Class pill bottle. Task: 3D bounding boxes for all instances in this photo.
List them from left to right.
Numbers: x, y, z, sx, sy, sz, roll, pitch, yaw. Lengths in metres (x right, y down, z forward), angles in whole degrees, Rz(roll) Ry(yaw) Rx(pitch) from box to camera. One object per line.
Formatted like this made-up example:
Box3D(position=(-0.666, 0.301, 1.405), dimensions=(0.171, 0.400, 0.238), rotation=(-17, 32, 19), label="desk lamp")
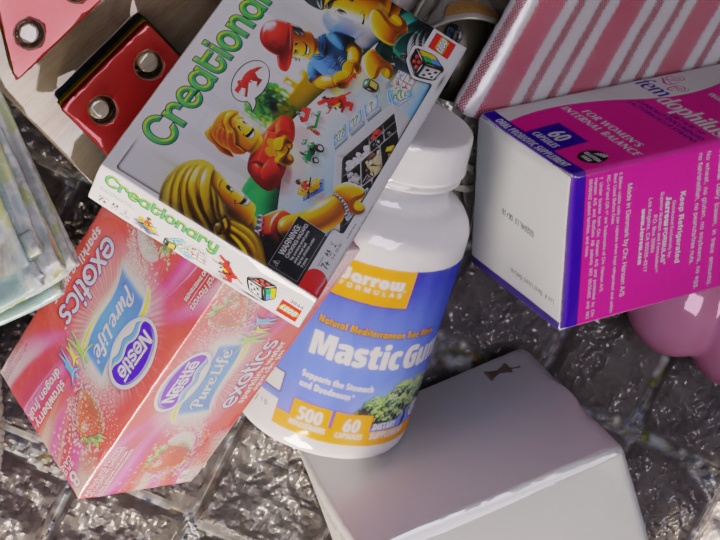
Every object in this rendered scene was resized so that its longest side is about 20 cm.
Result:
Box3D(position=(0.000, 0.000, 1.104), dimensions=(0.112, 0.112, 0.201), rotation=(9, 117, -16), label="pill bottle")

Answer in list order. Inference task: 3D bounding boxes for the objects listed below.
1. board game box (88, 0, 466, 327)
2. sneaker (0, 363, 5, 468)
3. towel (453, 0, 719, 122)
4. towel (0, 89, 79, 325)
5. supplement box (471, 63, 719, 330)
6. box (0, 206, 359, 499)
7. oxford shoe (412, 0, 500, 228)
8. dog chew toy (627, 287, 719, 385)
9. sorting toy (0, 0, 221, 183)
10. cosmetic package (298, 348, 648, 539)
Box3D(position=(-0.039, -0.080, 0.985), dimensions=(0.126, 0.035, 0.200), rotation=(31, 53, -2), label="board game box")
Box3D(position=(-0.263, 0.068, 1.106), dimensions=(0.099, 0.070, 0.201), rotation=(-1, 100, -7), label="sneaker")
Box3D(position=(0.157, -0.127, 1.150), dimensions=(0.200, 0.030, 0.147), rotation=(24, 99, -37), label="towel")
Box3D(position=(-0.271, -0.031, 1.038), dimensions=(0.199, 0.048, 0.172), rotation=(-25, 84, 11), label="towel")
Box3D(position=(0.178, -0.049, 1.118), dimensions=(0.199, 0.101, 0.104), rotation=(-13, 120, -26), label="supplement box")
Box3D(position=(-0.105, 0.025, 1.057), dimensions=(0.094, 0.103, 0.200), rotation=(-5, 140, -49), label="box")
Box3D(position=(0.046, -0.076, 1.149), dimensions=(0.075, 0.058, 0.201), rotation=(7, 104, -18), label="oxford shoe")
Box3D(position=(0.262, 0.028, 1.201), dimensions=(0.199, 0.125, 0.125), rotation=(10, 101, -9), label="dog chew toy")
Box3D(position=(-0.130, -0.165, 1.073), dimensions=(0.200, 0.070, 0.199), rotation=(-44, 110, 0), label="sorting toy")
Box3D(position=(0.082, 0.189, 1.161), dimensions=(0.166, 0.167, 0.201), rotation=(-22, 112, -8), label="cosmetic package")
